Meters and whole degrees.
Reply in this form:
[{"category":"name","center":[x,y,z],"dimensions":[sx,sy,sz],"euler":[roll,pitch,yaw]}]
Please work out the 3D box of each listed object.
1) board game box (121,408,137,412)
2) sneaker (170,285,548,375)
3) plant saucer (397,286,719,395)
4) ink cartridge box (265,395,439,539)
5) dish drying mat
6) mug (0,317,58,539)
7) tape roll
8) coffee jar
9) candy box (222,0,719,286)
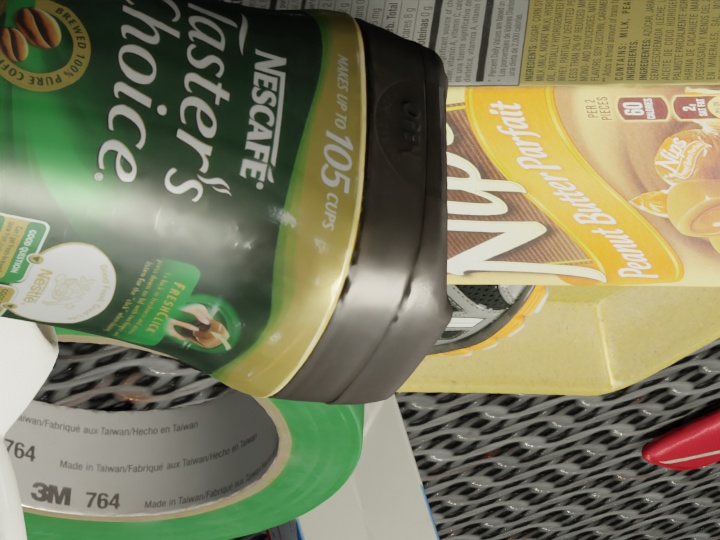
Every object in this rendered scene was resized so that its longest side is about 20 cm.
[{"category":"board game box","center":[-0.184,0.136,1.240],"dimensions":[0.198,0.044,0.200],"euler":[-16,162,-3]},{"category":"sneaker","center":[0.000,0.000,0.973],"dimensions":[0.077,0.079,0.200],"euler":[10,148,-40]},{"category":"plant saucer","center":[0.109,-0.008,1.080],"dimensions":[0.199,0.049,0.200],"euler":[4,152,-46]},{"category":"ink cartridge box","center":[-0.004,0.149,1.317],"dimensions":[0.067,0.117,0.200],"euler":[-15,160,-9]},{"category":"dish drying mat","center":[0.261,0.071,1.478],"dimensions":[0.199,0.018,0.077],"euler":[-25,159,23]},{"category":"mug","center":[-0.175,0.047,0.763],"dimensions":[0.175,0.201,0.148],"euler":[-26,172,-1]},{"category":"tape roll","center":[-0.097,0.039,0.938],"dimensions":[0.199,0.048,0.201],"euler":[2,149,1]},{"category":"coffee jar","center":[-0.071,-0.032,0.682],"dimensions":[0.199,0.105,0.085],"euler":[14,143,-19]},{"category":"candy box","center":[0.057,-0.045,0.788],"dimensions":[0.199,0.056,0.116],"euler":[0,150,16]}]
